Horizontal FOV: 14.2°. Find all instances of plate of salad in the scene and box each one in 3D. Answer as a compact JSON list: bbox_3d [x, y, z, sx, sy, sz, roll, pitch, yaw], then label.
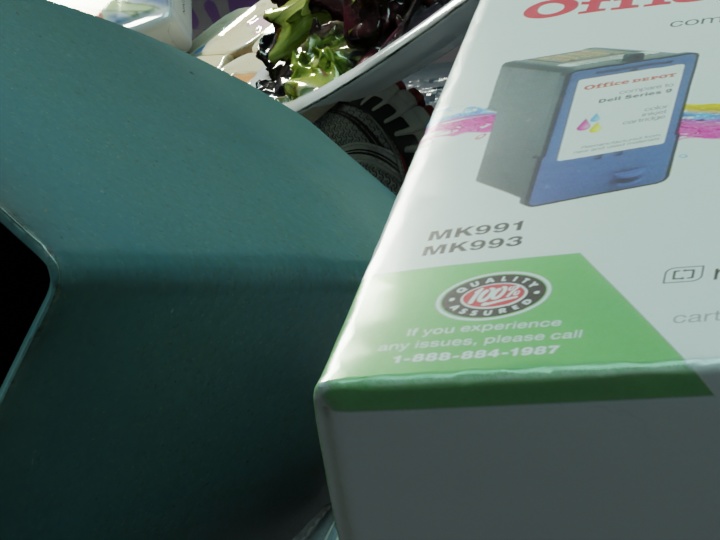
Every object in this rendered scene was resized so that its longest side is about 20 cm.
[{"bbox_3d":[0.033,-0.114,0.865,0.200,0.048,0.200,-38,13,10],"label":"plate of salad"}]

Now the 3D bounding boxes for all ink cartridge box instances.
[{"bbox_3d":[0.085,0.006,0.629,0.145,0.088,0.200,-4,26,16],"label":"ink cartridge box"}]

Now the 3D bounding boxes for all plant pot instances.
[{"bbox_3d":[-0.071,0.016,0.726,0.200,0.141,0.141,-2,36,-50],"label":"plant pot"}]

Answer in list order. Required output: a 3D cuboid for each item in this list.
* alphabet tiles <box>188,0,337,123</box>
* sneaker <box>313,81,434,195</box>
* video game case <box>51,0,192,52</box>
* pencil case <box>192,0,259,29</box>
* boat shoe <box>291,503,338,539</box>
[{"bbox_3d":[-0.054,-0.060,1.002,0.200,0.015,0.196,-40,17,-16],"label":"alphabet tiles"},{"bbox_3d":[0.000,0.000,0.883,0.082,0.078,0.200,-16,25,-10],"label":"sneaker"},{"bbox_3d":[-0.160,-0.120,1.139,0.200,0.022,0.182,-18,44,14],"label":"video game case"},{"bbox_3d":[-0.065,-0.143,1.205,0.200,0.086,0.084,-6,19,10],"label":"pencil case"},{"bbox_3d":[-0.030,0.107,0.672,0.071,0.070,0.201,2,29,17],"label":"boat shoe"}]
